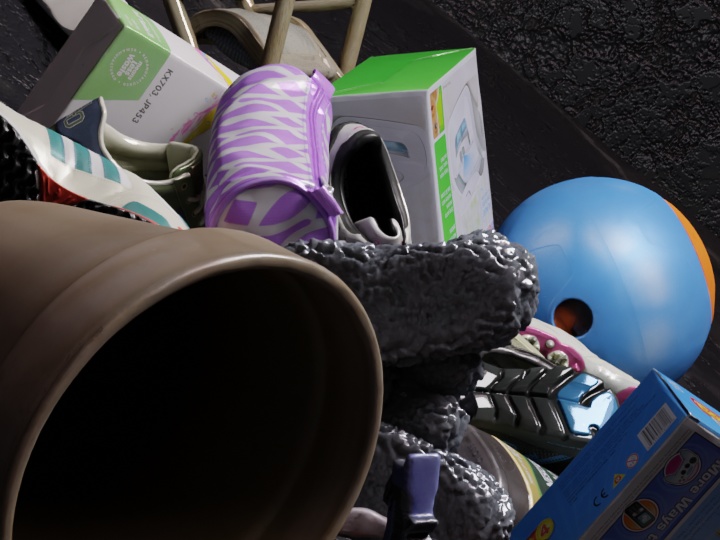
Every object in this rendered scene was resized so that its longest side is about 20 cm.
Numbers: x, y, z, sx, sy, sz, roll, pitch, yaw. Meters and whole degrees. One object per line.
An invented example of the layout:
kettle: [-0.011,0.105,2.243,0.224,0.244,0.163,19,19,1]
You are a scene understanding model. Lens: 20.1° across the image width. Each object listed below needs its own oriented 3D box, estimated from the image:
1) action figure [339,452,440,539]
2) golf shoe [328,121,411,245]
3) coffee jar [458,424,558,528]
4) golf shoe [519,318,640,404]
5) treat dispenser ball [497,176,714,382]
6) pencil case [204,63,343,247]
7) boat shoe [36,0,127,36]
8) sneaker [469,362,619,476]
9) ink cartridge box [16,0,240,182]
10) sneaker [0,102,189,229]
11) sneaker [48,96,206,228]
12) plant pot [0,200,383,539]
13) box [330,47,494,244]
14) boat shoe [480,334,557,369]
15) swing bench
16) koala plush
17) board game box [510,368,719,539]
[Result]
action figure: [0.042,0.169,0.908,0.104,0.201,0.193,3,14,-17]
golf shoe: [0.000,0.000,1.372,0.092,0.072,0.201,168,-90,-70]
coffee jar: [0.113,0.173,1.283,0.200,0.085,0.104,30,17,-34]
golf shoe: [0.170,0.091,1.475,0.200,0.075,0.092,38,13,-14]
treat dispenser ball: [0.200,0.021,1.725,0.201,0.201,0.201,37,15,-11]
pencil case: [-0.054,-0.062,1.273,0.084,0.085,0.200,42,17,-22]
boat shoe: [-0.234,-0.235,1.673,0.200,0.072,0.069,45,-8,43]
sneaker: [0.063,0.090,1.320,0.200,0.082,0.073,19,52,2]
ink cartridge box: [-0.123,-0.087,1.392,0.200,0.117,0.067,30,13,-33]
sneaker: [-0.177,-0.042,1.200,0.200,0.070,0.093,32,11,11]
sneaker: [-0.122,-0.037,1.304,0.200,0.090,0.067,33,15,-27]
plant pot: [-0.118,0.052,0.905,0.173,0.200,0.200,32,6,42]
box: [0.035,-0.069,1.581,0.200,0.096,0.177,-46,130,-70]
boat shoe: [0.145,0.113,1.391,0.201,0.072,0.066,39,9,-8]
swing bench: [-0.069,-0.144,1.627,0.129,0.201,0.199,-2,2,17]
koala plush: [-0.005,0.061,1.104,0.183,0.178,0.200,7,-2,2]
board game box: [0.185,0.187,1.197,0.196,0.200,0.056,33,14,-28]
